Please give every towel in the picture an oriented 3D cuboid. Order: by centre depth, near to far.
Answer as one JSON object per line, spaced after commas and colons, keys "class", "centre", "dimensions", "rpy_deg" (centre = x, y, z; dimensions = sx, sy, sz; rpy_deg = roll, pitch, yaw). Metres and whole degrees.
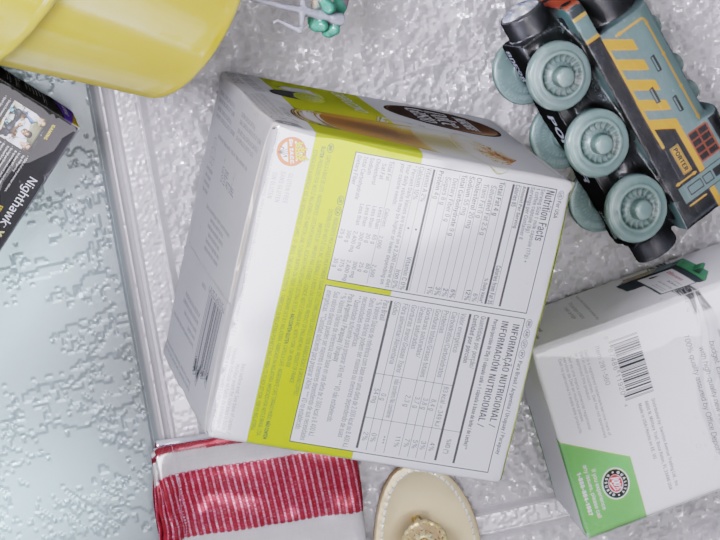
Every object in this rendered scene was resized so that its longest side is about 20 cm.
{"class": "towel", "centre": [-0.064, 0.204, 1.860], "dimensions": [0.144, 0.023, 0.201], "rpy_deg": [-8, 106, -10]}

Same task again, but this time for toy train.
{"class": "toy train", "centre": [0.172, -0.106, 1.798], "dimensions": [0.114, 0.085, 0.200], "rpy_deg": [-36, 107, -13]}

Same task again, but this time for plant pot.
{"class": "plant pot", "centre": [-0.178, -0.200, 1.649], "dimensions": [0.189, 0.201, 0.201], "rpy_deg": [24, 99, -31]}

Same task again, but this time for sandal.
{"class": "sandal", "centre": [0.052, 0.242, 1.868], "dimensions": [0.077, 0.070, 0.212], "rpy_deg": [-2, 105, -11]}

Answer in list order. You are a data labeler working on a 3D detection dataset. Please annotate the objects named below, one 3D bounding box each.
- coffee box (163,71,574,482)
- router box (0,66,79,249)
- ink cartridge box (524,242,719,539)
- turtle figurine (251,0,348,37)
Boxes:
{"class": "coffee box", "centre": [0.000, 0.000, 1.725], "dimensions": [0.197, 0.200, 0.201], "rpy_deg": [10, 102, -14]}
{"class": "router box", "centre": [-0.299, -0.055, 1.727], "dimensions": [0.157, 0.052, 0.200], "rpy_deg": [33, 96, -18]}
{"class": "ink cartridge box", "centre": [0.218, 0.075, 1.848], "dimensions": [0.199, 0.084, 0.146], "rpy_deg": [-19, 108, -6]}
{"class": "turtle figurine", "centre": [0.001, -0.235, 1.714], "dimensions": [0.199, 0.101, 0.150], "rpy_deg": [-7, 128, -26]}
